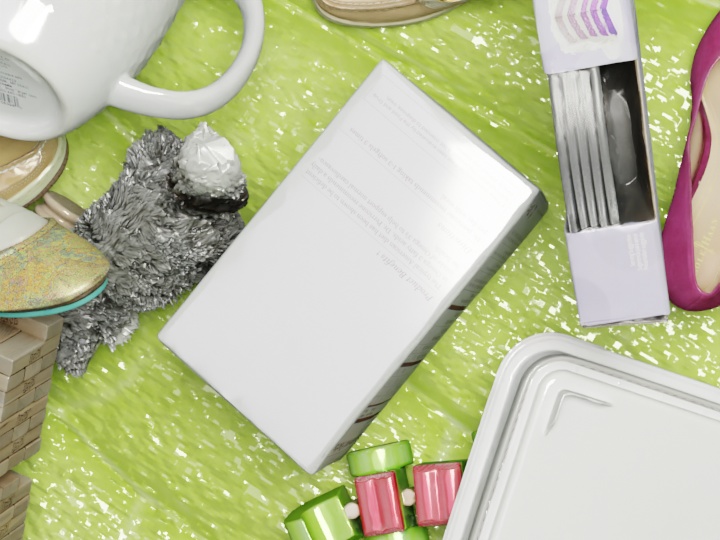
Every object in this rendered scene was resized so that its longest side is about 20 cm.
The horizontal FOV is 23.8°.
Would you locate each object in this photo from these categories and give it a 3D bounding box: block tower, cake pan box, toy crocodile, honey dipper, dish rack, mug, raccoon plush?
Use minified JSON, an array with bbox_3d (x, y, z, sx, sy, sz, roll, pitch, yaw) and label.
[{"bbox_3d":[-0.226,0.115,1.005,0.054,0.058,0.201,21,113,16],"label":"block tower"},{"bbox_3d":[0.124,-0.089,0.889,0.052,0.200,0.186,-9,111,10],"label":"cake pan box"},{"bbox_3d":[0.054,0.127,0.987,0.198,0.062,0.068,-12,86,9],"label":"toy crocodile"},{"bbox_3d":[-0.232,0.043,1.057,0.038,0.038,0.201,35,96,10],"label":"honey dipper"},{"bbox_3d":[0.154,0.140,0.946,0.198,0.044,0.173,18,90,-10],"label":"dish rack"},{"bbox_3d":[-0.149,-0.159,0.968,0.199,0.148,0.176,23,60,-6],"label":"mug"},{"bbox_3d":[-0.141,-0.019,0.965,0.134,0.200,0.097,-38,76,-14],"label":"raccoon plush"}]

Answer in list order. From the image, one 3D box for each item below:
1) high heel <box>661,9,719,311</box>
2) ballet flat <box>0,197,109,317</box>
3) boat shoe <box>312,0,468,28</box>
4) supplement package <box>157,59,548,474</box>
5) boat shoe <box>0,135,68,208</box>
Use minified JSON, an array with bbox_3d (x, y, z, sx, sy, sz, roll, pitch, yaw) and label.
[{"bbox_3d":[0.213,-0.074,0.945,0.067,0.096,0.202,14,93,-2],"label":"high heel"},{"bbox_3d":[-0.217,-0.013,0.951,0.199,0.070,0.071,2,87,47],"label":"ballet flat"},{"bbox_3d":[0.061,-0.193,0.996,0.198,0.069,0.074,-15,85,9],"label":"boat shoe"},{"bbox_3d":[0.000,0.000,0.974,0.117,0.117,0.200,41,94,7],"label":"supplement package"},{"bbox_3d":[-0.278,-0.057,1.038,0.199,0.076,0.072,-20,45,8],"label":"boat shoe"}]
